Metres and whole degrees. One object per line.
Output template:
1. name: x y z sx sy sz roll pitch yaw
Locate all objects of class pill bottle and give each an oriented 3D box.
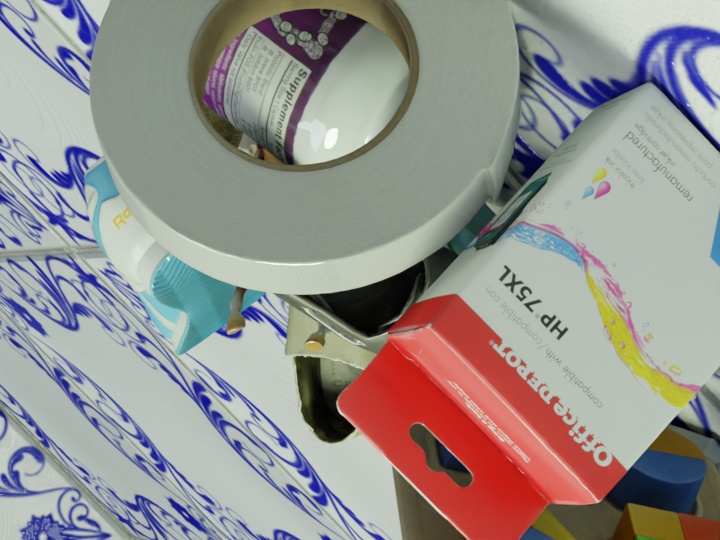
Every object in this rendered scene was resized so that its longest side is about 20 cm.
1. pill bottle: -0.020 -0.109 1.325 0.200 0.112 0.112 37 164 20

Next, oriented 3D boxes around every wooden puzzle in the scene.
1. wooden puzzle: 0.109 0.119 1.322 0.185 0.046 0.200 12 -154 -12

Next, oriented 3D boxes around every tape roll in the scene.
1. tape roll: -0.025 -0.085 1.232 0.203 0.203 0.037 37 163 20

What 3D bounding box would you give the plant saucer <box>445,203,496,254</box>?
1. plant saucer: 0.062 -0.015 1.425 0.070 0.019 0.200 67 172 -32

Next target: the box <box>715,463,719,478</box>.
1. box: 0.209 0.211 1.452 0.078 0.201 0.095 0 -174 -28

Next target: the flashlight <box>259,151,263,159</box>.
1. flashlight: -0.069 -0.117 1.523 0.200 0.067 0.068 102 161 -68

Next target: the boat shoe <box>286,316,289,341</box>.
1. boat shoe: -0.017 -0.006 1.580 0.203 0.075 0.075 89 163 -51

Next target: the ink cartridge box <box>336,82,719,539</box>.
1. ink cartridge box: 0.098 0.026 1.222 0.116 0.200 0.067 45 165 -8

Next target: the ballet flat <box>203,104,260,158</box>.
1. ballet flat: -0.084 -0.066 1.484 0.071 0.071 0.200 37 158 21

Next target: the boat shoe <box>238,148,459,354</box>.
1. boat shoe: -0.005 0.003 1.326 0.200 0.067 0.057 28 -169 -20

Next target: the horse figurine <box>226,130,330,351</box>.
1. horse figurine: 0.000 0.000 1.416 0.200 0.133 0.050 26 141 -31

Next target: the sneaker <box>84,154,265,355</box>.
1. sneaker: -0.099 -0.013 1.459 0.081 0.076 0.200 50 172 16

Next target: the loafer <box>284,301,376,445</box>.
1. loafer: -0.007 0.022 1.512 0.075 0.068 0.200 9 131 21

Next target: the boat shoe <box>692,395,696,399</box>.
1. boat shoe: 0.150 0.065 1.440 0.062 0.073 0.200 14 154 11

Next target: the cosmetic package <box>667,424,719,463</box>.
1. cosmetic package: 0.158 0.143 1.615 0.113 0.081 0.200 51 162 -30
